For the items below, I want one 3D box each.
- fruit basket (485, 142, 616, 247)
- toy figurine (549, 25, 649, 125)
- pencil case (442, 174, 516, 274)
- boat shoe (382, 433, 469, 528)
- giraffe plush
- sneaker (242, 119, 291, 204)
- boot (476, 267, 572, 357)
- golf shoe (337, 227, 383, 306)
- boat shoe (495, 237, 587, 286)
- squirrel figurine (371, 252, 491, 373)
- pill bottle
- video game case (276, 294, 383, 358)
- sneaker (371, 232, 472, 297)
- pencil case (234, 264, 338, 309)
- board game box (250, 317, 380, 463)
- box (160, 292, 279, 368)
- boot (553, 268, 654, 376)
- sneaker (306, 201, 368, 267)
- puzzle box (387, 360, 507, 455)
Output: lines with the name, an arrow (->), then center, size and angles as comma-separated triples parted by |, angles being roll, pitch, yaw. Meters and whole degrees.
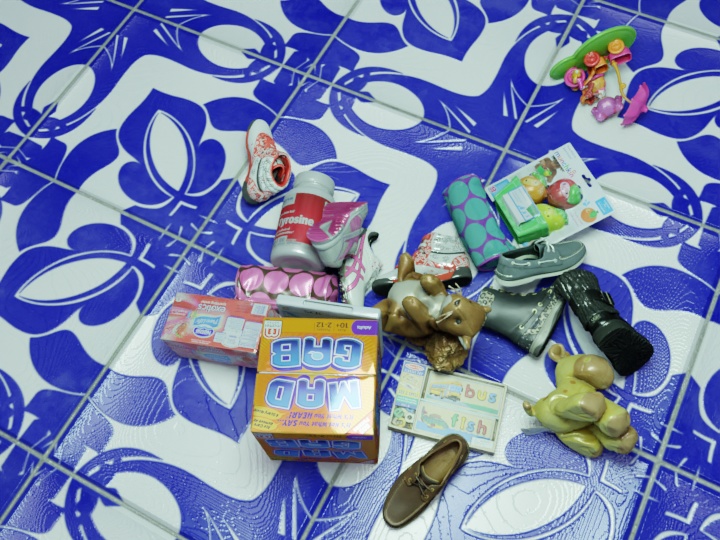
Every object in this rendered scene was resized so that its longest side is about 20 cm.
fruit basket -> 0.378, -0.146, 1.538 | 0.200, 0.094, 0.186 | -30, 64, 9
toy figurine -> 0.538, -0.398, 1.663 | 0.200, 0.150, 0.185 | -24, 72, 16
pencil case -> 0.239, -0.095, 1.537 | 0.092, 0.085, 0.200 | -16, 64, -10
boat shoe -> 0.109, 0.359, 1.319 | 0.072, 0.068, 0.200 | 42, 84, 17
giraffe plush -> 0.392, 0.218, 1.355 | 0.200, 0.173, 0.162 | -4, 45, 40
sneaker -> -0.190, -0.244, 1.616 | 0.108, 0.067, 0.202 | -19, 58, 41
boot -> 0.314, 0.052, 1.470 | 0.153, 0.074, 0.204 | 23, 64, 18
golf shoe -> 0.000, 0.000, 1.513 | 0.092, 0.073, 0.200 | -2, 63, 1
boat shoe -> 0.348, -0.028, 1.461 | 0.200, 0.062, 0.073 | -18, 31, -16
squirrel figurine -> 0.146, 0.088, 1.382 | 0.186, 0.200, 0.142 | 11, 53, 35
pill bottle -> -0.109, -0.096, 1.545 | 0.112, 0.112, 0.200 | 6, 64, 7
video game case -> -0.051, 0.105, 1.391 | 0.182, 0.200, 0.022 | 8, 65, 7
sneaker -> 0.115, -0.013, 1.517 | 0.201, 0.067, 0.108 | -8, 62, -4
pencil case -> -0.145, 0.043, 1.493 | 0.199, 0.091, 0.094 | 3, 28, 7
board game box -> -0.067, 0.213, 1.338 | 0.199, 0.200, 0.200 | 1, 63, 4
box -> -0.257, 0.115, 1.441 | 0.199, 0.095, 0.103 | 5, 63, 17
boot -> 0.444, 0.091, 1.391 | 0.079, 0.211, 0.158 | -38, 47, 10
sneaker -> -0.040, -0.072, 1.479 | 0.081, 0.088, 0.200 | 4, 31, 25
puzzle box -> 0.161, 0.250, 1.404 | 0.199, 0.025, 0.133 | 12, 64, 9
